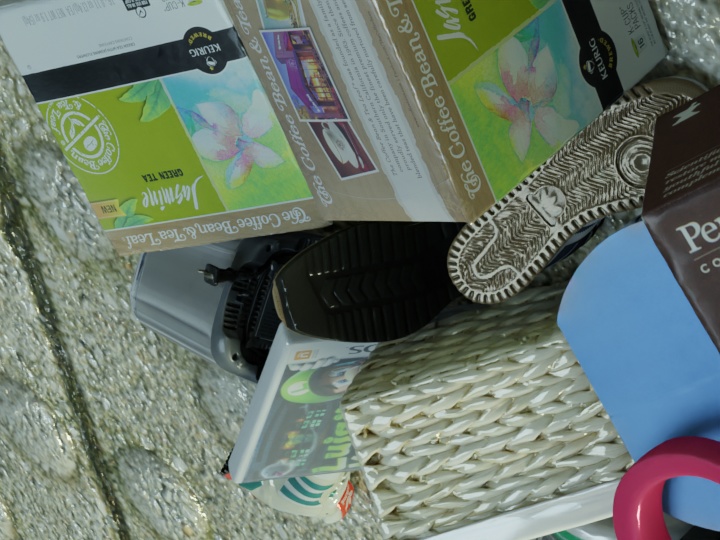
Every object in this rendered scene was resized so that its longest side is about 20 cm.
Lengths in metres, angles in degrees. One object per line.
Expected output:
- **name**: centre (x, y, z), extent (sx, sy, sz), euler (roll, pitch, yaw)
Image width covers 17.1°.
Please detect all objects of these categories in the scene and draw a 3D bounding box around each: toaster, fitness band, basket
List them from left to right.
- **toaster**: centre (-0.074, 0.019, 1.705), extent (0.129, 0.200, 0.114), euler (19, 94, 46)
- **basket**: centre (0.101, 0.090, 1.526), extent (0.199, 0.136, 0.124), euler (-18, 104, 20)
- **fitness band**: centre (0.224, 0.187, 1.382), extent (0.200, 0.037, 0.144), euler (56, 150, 2)

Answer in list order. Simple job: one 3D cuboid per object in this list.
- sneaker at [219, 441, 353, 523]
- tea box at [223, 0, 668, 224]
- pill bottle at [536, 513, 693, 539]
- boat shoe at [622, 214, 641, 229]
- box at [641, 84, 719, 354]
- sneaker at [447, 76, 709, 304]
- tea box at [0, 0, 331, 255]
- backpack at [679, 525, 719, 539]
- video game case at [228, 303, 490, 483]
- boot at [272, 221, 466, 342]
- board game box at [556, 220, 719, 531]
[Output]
- **sneaker**: centre (-0.027, 0.152, 1.897), extent (0.093, 0.070, 0.200), euler (40, 149, -18)
- **tea box**: centre (0.042, -0.159, 1.362), extent (0.133, 0.197, 0.201), euler (3, 126, 49)
- **pill bottle**: centre (0.172, 0.227, 1.638), extent (0.113, 0.113, 0.201), euler (26, 129, 34)
- **boat shoe**: centre (0.247, 0.018, 1.421), extent (0.200, 0.071, 0.091), euler (44, 132, 14)
- **box**: centre (0.263, -0.007, 1.220), extent (0.166, 0.164, 0.200), euler (-28, 104, 19)
- **sneaker**: centre (0.145, -0.061, 1.469), extent (0.200, 0.108, 0.070), euler (-38, 89, 27)
- **tea box**: centre (-0.099, -0.133, 1.579), extent (0.199, 0.134, 0.197), euler (-8, 118, 41)
- **backpack**: centre (0.289, 0.249, 1.511), extent (0.200, 0.150, 0.178), euler (41, 154, 30)
- **video game case**: centre (0.012, 0.087, 1.681), extent (0.200, 0.181, 0.023), euler (113, 148, -55)
- **boot**: centre (0.000, 0.000, 1.575), extent (0.138, 0.199, 0.078), euler (0, 102, 54)
- **board game box**: centre (0.213, 0.054, 1.394), extent (0.158, 0.039, 0.200), euler (-26, 97, 38)
